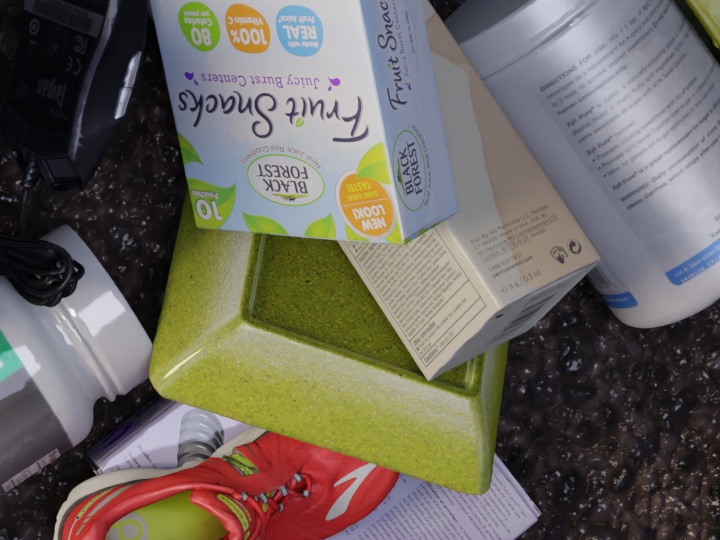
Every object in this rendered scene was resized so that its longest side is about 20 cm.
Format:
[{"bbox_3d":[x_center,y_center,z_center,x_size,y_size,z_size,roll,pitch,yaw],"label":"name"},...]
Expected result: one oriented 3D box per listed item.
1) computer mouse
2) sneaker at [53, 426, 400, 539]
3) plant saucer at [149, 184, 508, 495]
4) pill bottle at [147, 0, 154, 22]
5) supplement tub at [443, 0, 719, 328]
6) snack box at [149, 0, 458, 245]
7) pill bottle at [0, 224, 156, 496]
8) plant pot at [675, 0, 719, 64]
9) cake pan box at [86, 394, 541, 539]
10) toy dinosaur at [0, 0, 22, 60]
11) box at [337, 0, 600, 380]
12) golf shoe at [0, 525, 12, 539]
[{"bbox_3d":[-0.167,-0.088,1.467,0.046,0.140,0.200,5,98,-45],"label":"computer mouse"},{"bbox_3d":[-0.064,0.131,1.511,0.200,0.085,0.077,-19,99,-12],"label":"sneaker"},{"bbox_3d":[0.000,0.000,1.532,0.200,0.048,0.200,19,57,-15],"label":"plant saucer"},{"bbox_3d":[-0.026,-0.201,1.526,0.200,0.110,0.110,-19,100,-12],"label":"pill bottle"},{"bbox_3d":[0.144,-0.080,1.570,0.132,0.132,0.200,-38,104,-8],"label":"supplement tub"},{"bbox_3d":[-0.035,-0.118,1.410,0.053,0.142,0.200,-30,117,-44],"label":"snack box"},{"bbox_3d":[-0.214,0.068,1.502,0.200,0.113,0.113,-35,103,-9],"label":"pill bottle"},{"bbox_3d":[0.254,-0.204,1.569,0.193,0.200,0.200,-36,103,4],"label":"plant pot"},{"bbox_3d":[-0.023,0.124,1.590,0.184,0.052,0.200,-40,103,-6],"label":"cake pan box"},{"bbox_3d":[-0.179,-0.196,1.477,0.077,0.200,0.102,-36,65,-19],"label":"toy dinosaur"},{"bbox_3d":[0.027,-0.055,1.489,0.078,0.095,0.200,-25,77,-35],"label":"box"},{"bbox_3d":[-0.251,0.222,1.538,0.200,0.078,0.095,-46,122,-5],"label":"golf shoe"}]
